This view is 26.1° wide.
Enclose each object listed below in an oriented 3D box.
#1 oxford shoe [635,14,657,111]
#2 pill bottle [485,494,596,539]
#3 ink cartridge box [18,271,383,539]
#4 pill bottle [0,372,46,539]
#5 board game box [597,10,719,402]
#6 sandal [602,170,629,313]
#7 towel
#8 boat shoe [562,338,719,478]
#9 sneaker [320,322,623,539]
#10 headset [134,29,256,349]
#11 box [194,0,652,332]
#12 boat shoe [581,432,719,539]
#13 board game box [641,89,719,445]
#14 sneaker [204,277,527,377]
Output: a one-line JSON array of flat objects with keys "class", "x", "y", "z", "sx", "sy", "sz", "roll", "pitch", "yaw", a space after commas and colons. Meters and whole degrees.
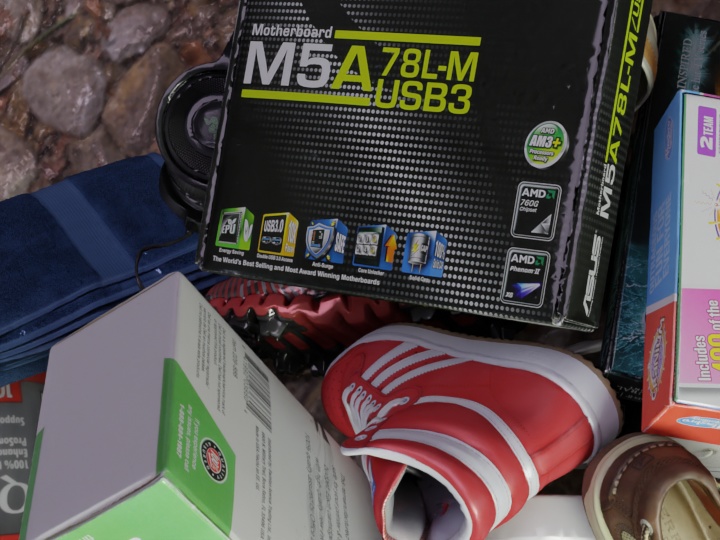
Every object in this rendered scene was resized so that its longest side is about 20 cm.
[{"class": "oxford shoe", "x": 0.059, "y": -0.058, "z": 0.742, "sx": 0.200, "sy": 0.075, "sz": 0.058, "roll": -38, "pitch": 22, "yaw": 13}, {"class": "pill bottle", "x": 0.087, "y": 0.209, "z": 0.713, "sx": 0.112, "sy": 0.112, "sz": 0.201, "roll": -9, "pitch": 69, "yaw": 23}, {"class": "ink cartridge box", "x": -0.060, "y": 0.124, "z": 0.738, "sx": 0.084, "sy": 0.200, "sz": 0.146, "roll": -30, "pitch": 32, "yaw": 16}, {"class": "pill bottle", "x": -0.208, "y": 0.154, "z": 0.871, "sx": 0.116, "sy": 0.116, "sz": 0.201, "roll": -20, "pitch": 66, "yaw": 19}, {"class": "board game box", "x": 0.190, "y": -0.023, "z": 0.732, "sx": 0.135, "sy": 0.028, "sz": 0.200, "roll": 13, "pitch": 65, "yaw": 1}, {"class": "sandal", "x": 0.107, "y": -0.039, "z": 0.785, "sx": 0.201, "sy": 0.075, "sz": 0.048, "roll": 51, "pitch": 130, "yaw": 39}, {"class": "towel", "x": -0.166, "y": -0.005, "z": 0.878, "sx": 0.200, "sy": 0.049, "sz": 0.112, "roll": -23, "pitch": 56, "yaw": -27}, {"class": "boat shoe", "x": 0.156, "y": 0.060, "z": 0.753, "sx": 0.199, "sy": 0.066, "sz": 0.072, "roll": -2, "pitch": 73, "yaw": 25}, {"class": "sneaker", "x": 0.017, "y": 0.082, "z": 0.731, "sx": 0.112, "sy": 0.071, "sz": 0.200, "roll": -35, "pitch": 17, "yaw": -31}, {"class": "headset", "x": -0.062, "y": -0.055, "z": 0.826, "sx": 0.094, "sy": 0.124, "sz": 0.200, "roll": 24, "pitch": 70, "yaw": 3}, {"class": "box", "x": 0.027, "y": -0.081, "z": 0.708, "sx": 0.200, "sy": 0.047, "sz": 0.194, "roll": 9, "pitch": 89, "yaw": 32}, {"class": "boat shoe", "x": 0.165, "y": 0.163, "z": 0.658, "sx": 0.075, "sy": 0.075, "sz": 0.203, "roll": -38, "pitch": 98, "yaw": -11}, {"class": "board game box", "x": 0.227, "y": 0.010, "z": 0.680, "sx": 0.199, "sy": 0.040, "sz": 0.153, "roll": 10, "pitch": 65, "yaw": -4}, {"class": "sneaker", "x": 0.000, "y": 0.000, "z": 0.848, "sx": 0.200, "sy": 0.071, "sz": 0.098, "roll": -10, "pitch": 60, "yaw": 29}]
